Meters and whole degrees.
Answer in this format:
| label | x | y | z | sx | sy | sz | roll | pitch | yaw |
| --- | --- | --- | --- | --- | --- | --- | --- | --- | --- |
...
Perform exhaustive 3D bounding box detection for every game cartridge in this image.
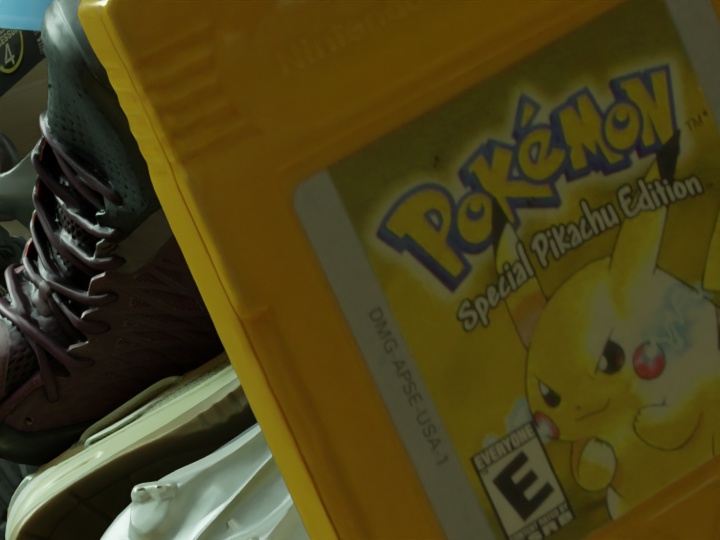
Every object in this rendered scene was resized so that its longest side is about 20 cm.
| label | x | y | z | sx | sy | sz | roll | pitch | yaw |
| --- | --- | --- | --- | --- | --- | --- | --- | --- | --- |
| game cartridge | 0.045 | -0.013 | 0.738 | 0.176 | 0.200 | 0.032 | -30 | 16 | -24 |

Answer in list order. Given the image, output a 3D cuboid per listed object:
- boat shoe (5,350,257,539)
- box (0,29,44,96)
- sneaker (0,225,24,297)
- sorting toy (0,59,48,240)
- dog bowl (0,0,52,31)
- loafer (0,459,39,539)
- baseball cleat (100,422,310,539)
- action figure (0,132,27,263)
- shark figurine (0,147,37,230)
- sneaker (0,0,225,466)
| label | x | y | z | sx | sy | sz | roll | pitch | yaw |
| --- | --- | --- | --- | --- | --- | --- | --- | --- | --- |
| boat shoe | -0.014 | 0.042 | 0.879 | 0.201 | 0.073 | 0.063 | -30 | 21 | 0 |
| box | -0.204 | -0.100 | 1.274 | 0.161 | 0.049 | 0.200 | -6 | 25 | 27 |
| sneaker | -0.198 | 0.031 | 1.039 | 0.200 | 0.078 | 0.085 | -24 | 53 | 29 |
| sorting toy | -0.118 | -0.056 | 1.306 | 0.200 | 0.107 | 0.180 | -24 | 23 | -6 |
| dog bowl | -0.131 | -0.114 | 1.094 | 0.200 | 0.050 | 0.111 | 8 | 6 | 35 |
| loafer | -0.140 | 0.068 | 0.989 | 0.070 | 0.075 | 0.200 | -39 | -4 | 33 |
| baseball cleat | 0.002 | 0.066 | 0.797 | 0.200 | 0.106 | 0.070 | -47 | 44 | 6 |
| action figure | -0.205 | 0.043 | 1.155 | 0.193 | 0.105 | 0.200 | -29 | 41 | 3 |
| shark figurine | -0.196 | -0.051 | 1.081 | 0.214 | 0.090 | 0.128 | 2 | 5 | 34 |
| sneaker | -0.084 | 0.004 | 0.870 | 0.115 | 0.200 | 0.076 | -29 | 55 | -4 |
